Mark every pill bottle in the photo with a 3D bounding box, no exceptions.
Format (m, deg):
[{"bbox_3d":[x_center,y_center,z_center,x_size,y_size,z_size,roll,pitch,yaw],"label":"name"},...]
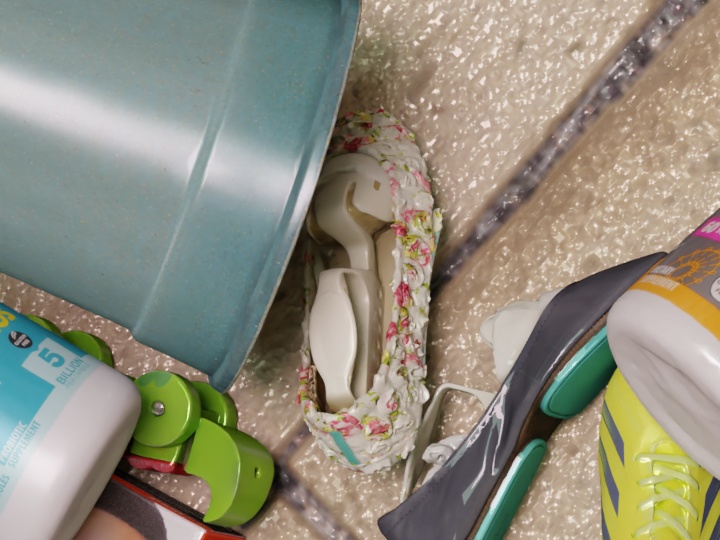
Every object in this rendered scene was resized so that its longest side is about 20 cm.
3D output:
[{"bbox_3d":[0.217,-0.001,1.040,0.200,0.116,0.116,-41,71,-13],"label":"pill bottle"},{"bbox_3d":[-0.213,0.055,1.099,0.199,0.111,0.111,29,90,3],"label":"pill bottle"}]

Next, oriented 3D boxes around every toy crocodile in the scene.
[{"bbox_3d":[-0.131,0.069,1.180,0.199,0.067,0.062,22,88,19],"label":"toy crocodile"}]

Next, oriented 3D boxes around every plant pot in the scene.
[{"bbox_3d":[-0.124,-0.070,1.095,0.195,0.200,0.201,20,86,-8],"label":"plant pot"}]

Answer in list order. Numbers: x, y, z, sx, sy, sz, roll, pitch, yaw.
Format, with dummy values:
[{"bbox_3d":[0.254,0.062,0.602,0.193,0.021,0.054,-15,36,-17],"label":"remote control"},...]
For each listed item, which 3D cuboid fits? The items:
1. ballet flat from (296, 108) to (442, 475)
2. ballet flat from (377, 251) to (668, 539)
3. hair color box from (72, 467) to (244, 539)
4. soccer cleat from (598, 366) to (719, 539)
[{"bbox_3d":[0.000,0.000,1.131,0.075,0.064,0.201,-15,62,22],"label":"ballet flat"},{"bbox_3d":[0.074,0.062,1.119,0.073,0.073,0.200,35,94,19],"label":"ballet flat"},{"bbox_3d":[-0.152,0.200,1.167,0.101,0.061,0.201,25,88,20],"label":"hair color box"},{"bbox_3d":[0.139,0.135,1.074,0.064,0.084,0.201,1,82,11],"label":"soccer cleat"}]
